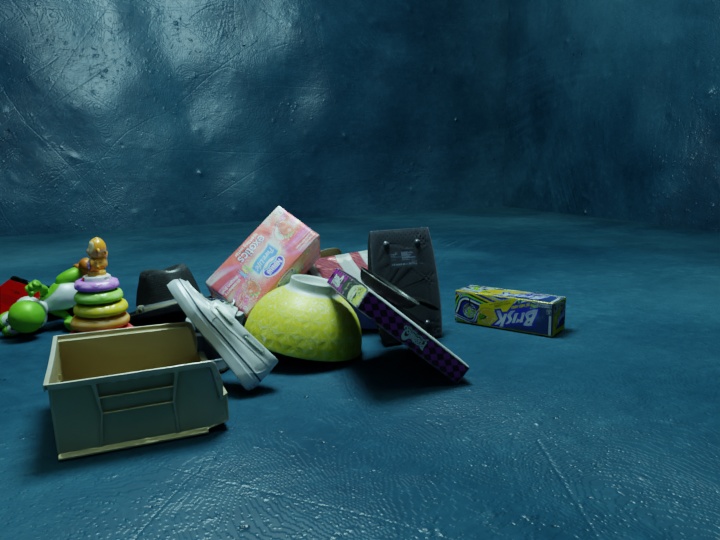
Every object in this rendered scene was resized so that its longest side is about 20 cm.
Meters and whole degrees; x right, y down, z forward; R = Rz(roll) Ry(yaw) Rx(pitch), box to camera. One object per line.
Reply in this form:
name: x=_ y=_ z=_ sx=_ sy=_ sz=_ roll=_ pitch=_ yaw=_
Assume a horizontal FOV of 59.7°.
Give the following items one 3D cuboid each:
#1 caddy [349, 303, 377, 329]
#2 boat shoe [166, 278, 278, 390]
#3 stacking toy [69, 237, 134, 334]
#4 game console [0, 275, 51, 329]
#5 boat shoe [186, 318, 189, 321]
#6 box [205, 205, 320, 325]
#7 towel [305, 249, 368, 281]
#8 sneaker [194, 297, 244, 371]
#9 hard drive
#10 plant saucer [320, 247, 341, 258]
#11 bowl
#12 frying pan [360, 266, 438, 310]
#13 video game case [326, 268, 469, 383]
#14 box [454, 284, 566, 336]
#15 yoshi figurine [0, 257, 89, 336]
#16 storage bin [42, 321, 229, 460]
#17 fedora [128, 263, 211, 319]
caddy: x=0.005 y=0.047 z=1.248 sx=0.199 sy=0.105 sz=0.141 roll=4 pitch=13 yaw=22
boat shoe: x=-0.199 y=0.081 z=0.916 sx=0.067 sy=0.200 sz=0.074 roll=-39 pitch=-8 yaw=-16
stacking toy: x=-0.435 y=0.044 z=1.045 sx=0.110 sy=0.201 sz=0.116 roll=-7 pitch=13 yaw=-30
game console: x=-0.696 y=0.085 z=1.343 sx=0.200 sy=0.119 sz=0.172 roll=8 pitch=45 yaw=41
boat shoe: x=-0.233 y=0.071 z=1.205 sx=0.199 sy=0.067 sz=0.074 roll=-4 pitch=11 yaw=-15
box: x=-0.172 y=-0.002 z=1.142 sx=0.103 sy=0.200 sz=0.095 roll=36 pitch=-21 yaw=13
towel: x=0.000 y=0.000 z=1.205 sx=0.199 sy=0.023 sz=0.144 roll=-11 pitch=32 yaw=-18
sneaker: x=-0.229 y=0.088 z=1.046 sx=0.070 sy=0.109 sz=0.200 roll=0 pitch=11 yaw=0
hard drive: x=0.076 y=0.026 z=1.129 sx=0.135 sy=0.201 sz=0.042 roll=-6 pitch=-3 yaw=-26
plant saucer: x=-0.115 y=0.027 z=1.322 sx=0.200 sy=0.035 sz=0.200 roll=-33 pitch=-14 yaw=-9
bowl: x=-0.087 y=0.068 z=1.043 sx=0.200 sy=0.108 sz=0.200 roll=11 pitch=9 yaw=-2
frying pan: x=0.058 y=0.036 z=1.062 sx=0.115 sy=0.031 sz=0.190 roll=34 pitch=3 yaw=23
video game case: x=0.052 y=0.079 z=0.958 sx=0.200 sy=0.036 sz=0.181 roll=38 pitch=-2 yaw=-20
box: x=0.284 y=0.074 z=1.199 sx=0.200 sy=0.064 sz=0.070 roll=6 pitch=13 yaw=36
yoshi figurine: x=-0.587 y=0.062 z=1.197 sx=0.200 sy=0.112 sz=0.112 roll=-36 pitch=71 yaw=-28
storage bin: x=-0.288 y=0.142 z=0.809 sx=0.198 sy=0.094 sz=0.200 roll=-6 pitch=11 yaw=-22
fedora: x=-0.389 y=0.037 z=1.263 sx=0.200 sy=0.092 sz=0.201 roll=-11 pitch=2 yaw=0
